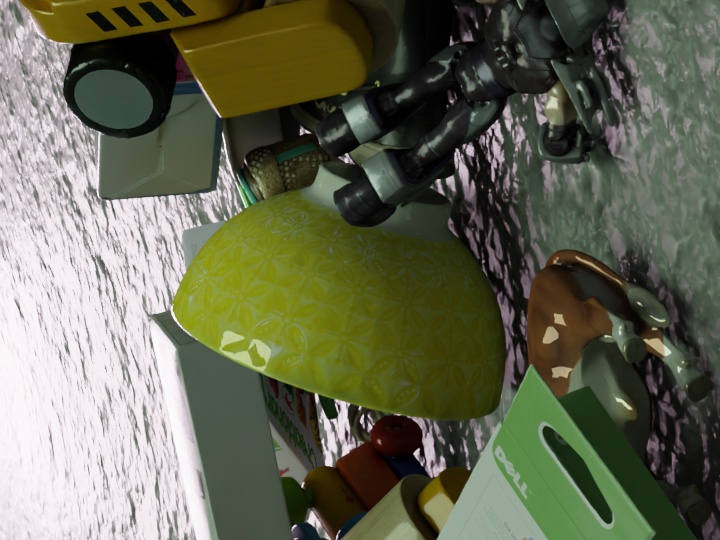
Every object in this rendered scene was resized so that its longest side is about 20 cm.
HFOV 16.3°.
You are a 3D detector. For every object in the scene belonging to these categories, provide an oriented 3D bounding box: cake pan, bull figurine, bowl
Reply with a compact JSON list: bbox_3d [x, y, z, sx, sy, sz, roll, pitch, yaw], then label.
[{"bbox_3d":[-0.063,-0.154,1.612,0.200,0.037,0.201,-1,-90,-86],"label":"cake pan"},{"bbox_3d":[0.127,0.091,1.310,0.121,0.065,0.201,22,126,57],"label":"bull figurine"},{"bbox_3d":[0.000,0.000,1.451,0.200,0.200,0.108,36,112,60],"label":"bowl"}]

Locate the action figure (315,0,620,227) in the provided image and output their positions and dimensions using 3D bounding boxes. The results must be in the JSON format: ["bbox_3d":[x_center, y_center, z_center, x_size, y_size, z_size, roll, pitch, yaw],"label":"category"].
[{"bbox_3d":[0.062,-0.101,1.330,0.200,0.069,0.130,-32,75,37],"label":"action figure"}]

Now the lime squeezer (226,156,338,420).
[{"bbox_3d":[-0.044,0.019,1.667,0.071,0.038,0.200,-74,-35,-67],"label":"lime squeezer"}]

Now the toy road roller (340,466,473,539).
[{"bbox_3d":[0.040,0.213,1.361,0.123,0.146,0.200,-47,67,23],"label":"toy road roller"}]

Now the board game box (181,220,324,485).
[{"bbox_3d":[-0.069,0.065,1.683,0.200,0.035,0.127,58,-160,-63],"label":"board game box"}]

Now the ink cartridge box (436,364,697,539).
[{"bbox_3d":[0.105,0.129,1.241,0.104,0.059,0.200,56,149,24],"label":"ink cartridge box"}]

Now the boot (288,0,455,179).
[{"bbox_3d":[0.009,-0.147,1.489,0.200,0.073,0.151,-129,39,-65],"label":"boot"}]

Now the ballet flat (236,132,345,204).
[{"bbox_3d":[-0.016,-0.027,1.595,0.071,0.065,0.200,62,-177,26],"label":"ballet flat"}]

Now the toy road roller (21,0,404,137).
[{"bbox_3d":[-0.084,-0.167,1.306,0.146,0.199,0.123,64,-154,-42],"label":"toy road roller"}]

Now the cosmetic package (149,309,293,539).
[{"bbox_3d":[-0.080,0.125,1.528,0.083,0.050,0.201,-137,35,-71],"label":"cosmetic package"}]

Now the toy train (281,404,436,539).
[{"bbox_3d":[-0.017,0.140,1.624,0.200,0.115,0.085,-128,35,-50],"label":"toy train"}]

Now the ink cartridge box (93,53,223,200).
[{"bbox_3d":[-0.126,-0.162,1.499,0.137,0.076,0.201,105,160,-65],"label":"ink cartridge box"}]
